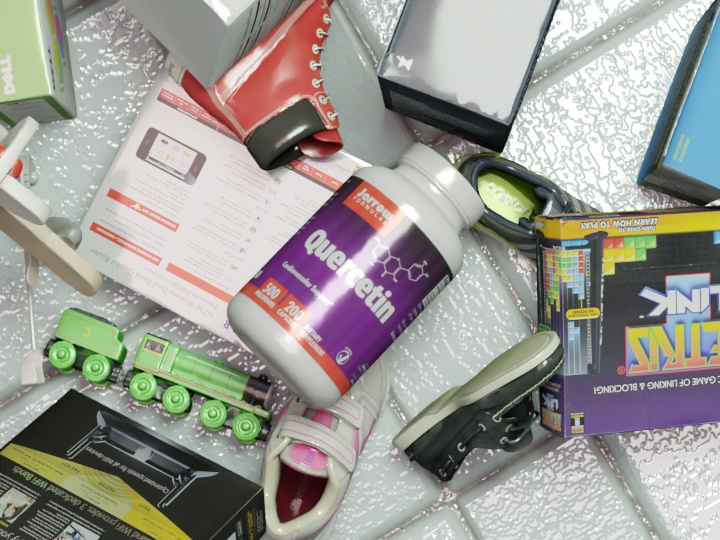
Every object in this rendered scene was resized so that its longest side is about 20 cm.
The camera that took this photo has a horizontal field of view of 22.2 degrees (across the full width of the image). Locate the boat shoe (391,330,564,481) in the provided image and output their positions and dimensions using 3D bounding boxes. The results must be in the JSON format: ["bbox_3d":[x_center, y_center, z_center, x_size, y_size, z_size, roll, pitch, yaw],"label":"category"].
[{"bbox_3d":[0.102,0.112,1.407,0.066,0.074,0.199,50,133,-2],"label":"boat shoe"}]

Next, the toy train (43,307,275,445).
[{"bbox_3d":[-0.159,0.084,1.482,0.199,0.042,0.057,20,78,4],"label":"toy train"}]

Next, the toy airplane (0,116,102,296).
[{"bbox_3d":[-0.294,-0.068,1.364,0.197,0.201,0.142,8,45,13],"label":"toy airplane"}]

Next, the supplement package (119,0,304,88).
[{"bbox_3d":[-0.102,-0.284,1.355,0.191,0.147,0.200,45,73,2],"label":"supplement package"}]

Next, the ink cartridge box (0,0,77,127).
[{"bbox_3d":[-0.265,-0.175,1.415,0.059,0.200,0.105,-9,88,-1],"label":"ink cartridge box"}]

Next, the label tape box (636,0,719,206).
[{"bbox_3d":[0.269,-0.130,1.386,0.063,0.200,0.145,20,89,3],"label":"label tape box"}]

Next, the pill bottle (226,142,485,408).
[{"bbox_3d":[0.000,0.000,1.395,0.112,0.112,0.200,43,81,4],"label":"pill bottle"}]

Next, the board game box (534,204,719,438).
[{"bbox_3d":[0.235,0.035,1.413,0.198,0.057,0.167,-4,95,-17],"label":"board game box"}]

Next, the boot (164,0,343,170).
[{"bbox_3d":[-0.034,-0.171,1.447,0.200,0.072,0.144,-42,78,-17],"label":"boot"}]

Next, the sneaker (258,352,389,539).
[{"bbox_3d":[-0.029,0.132,1.447,0.081,0.088,0.202,15,89,3],"label":"sneaker"}]

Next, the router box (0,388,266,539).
[{"bbox_3d":[-0.195,0.188,1.394,0.199,0.053,0.157,24,45,27],"label":"router box"}]

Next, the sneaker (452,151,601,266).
[{"bbox_3d":[0.155,-0.029,1.447,0.199,0.081,0.074,27,90,2],"label":"sneaker"}]

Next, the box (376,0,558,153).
[{"bbox_3d":[0.088,-0.185,1.398,0.106,0.200,0.149,21,89,4],"label":"box"}]

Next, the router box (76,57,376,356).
[{"bbox_3d":[-0.108,-0.046,1.478,0.199,0.049,0.180,28,90,4],"label":"router box"}]

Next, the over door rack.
[{"bbox_3d":[-0.327,0.013,1.470,0.146,0.067,0.202,-7,67,2],"label":"over door rack"}]
